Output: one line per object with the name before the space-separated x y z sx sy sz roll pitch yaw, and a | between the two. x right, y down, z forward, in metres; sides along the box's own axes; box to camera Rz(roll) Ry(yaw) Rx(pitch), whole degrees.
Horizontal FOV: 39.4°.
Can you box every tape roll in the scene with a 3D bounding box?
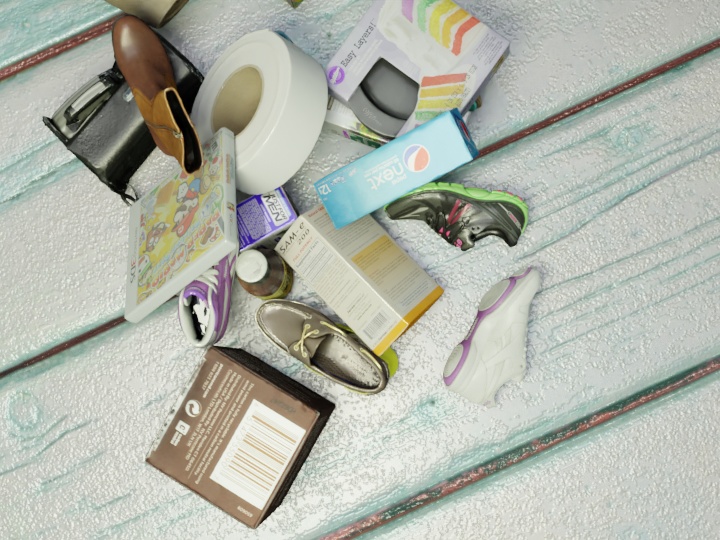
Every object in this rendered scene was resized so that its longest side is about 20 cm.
tape roll | -0.135 -0.205 1.304 0.201 0.070 0.205 -21 59 39

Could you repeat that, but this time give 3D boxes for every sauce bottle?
sauce bottle | -0.127 0.005 1.315 0.065 0.200 0.067 0 87 2

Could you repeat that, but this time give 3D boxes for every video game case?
video game case | -0.225 -0.056 1.251 0.199 0.023 0.184 -34 46 31

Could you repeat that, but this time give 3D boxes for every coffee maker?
coffee maker | -0.301 -0.213 1.394 0.200 0.135 0.192 -46 109 0

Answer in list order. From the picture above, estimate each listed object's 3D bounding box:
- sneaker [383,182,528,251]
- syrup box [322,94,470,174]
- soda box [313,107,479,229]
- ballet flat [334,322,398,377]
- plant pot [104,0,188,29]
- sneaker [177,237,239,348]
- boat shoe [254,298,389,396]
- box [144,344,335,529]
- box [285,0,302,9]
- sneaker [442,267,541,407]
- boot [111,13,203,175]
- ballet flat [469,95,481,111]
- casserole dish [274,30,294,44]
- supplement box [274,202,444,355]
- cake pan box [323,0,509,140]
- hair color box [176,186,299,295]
sneaker | 0.128 -0.071 1.368 0.197 0.077 0.085 6 82 5
syrup box | 0.046 -0.205 1.382 0.198 0.079 0.082 19 87 5
soda box | 0.045 -0.128 1.267 0.199 0.064 0.068 -26 95 19
ballet flat | -0.043 0.099 1.368 0.198 0.067 0.067 25 89 5
plant pot | -0.306 -0.435 1.382 0.173 0.200 0.200 42 89 -9
sneaker | -0.191 -0.003 1.255 0.072 0.114 0.203 -2 91 1
boat shoe | -0.051 0.098 1.305 0.199 0.060 0.072 32 90 3
box | -0.148 0.208 1.299 0.163 0.200 0.167 29 87 6
box | -0.106 -0.516 1.397 0.200 0.122 0.193 43 89 5
sneaker | 0.194 0.091 1.363 0.099 0.075 0.201 33 88 -13
boot | -0.251 -0.218 1.229 0.068 0.200 0.190 -15 107 -11
ballet flat | 0.095 -0.299 1.403 0.199 0.068 0.073 30 68 9
casserole dish | -0.109 -0.234 1.376 0.121 0.039 0.201 -39 57 27
supplement box | 0.000 0.000 1.338 0.200 0.126 0.074 46 124 6
cake pan box | 0.067 -0.266 1.323 0.184 0.052 0.201 38 89 8
hair color box | -0.176 -0.040 1.367 0.198 0.109 0.065 -28 84 0
